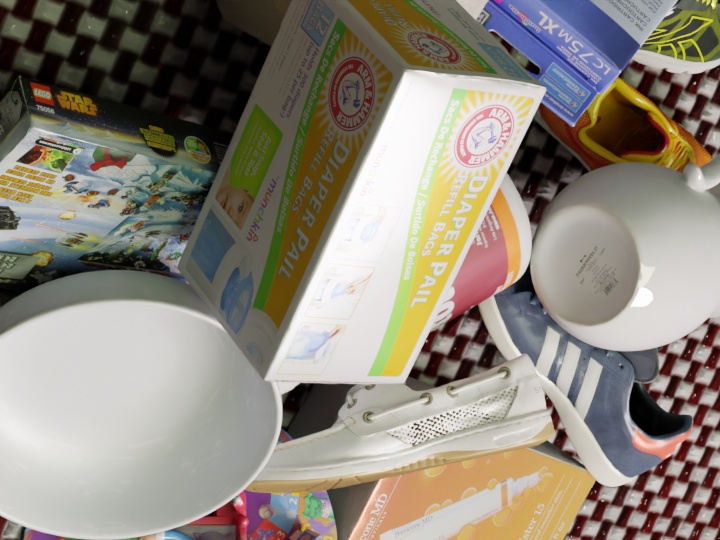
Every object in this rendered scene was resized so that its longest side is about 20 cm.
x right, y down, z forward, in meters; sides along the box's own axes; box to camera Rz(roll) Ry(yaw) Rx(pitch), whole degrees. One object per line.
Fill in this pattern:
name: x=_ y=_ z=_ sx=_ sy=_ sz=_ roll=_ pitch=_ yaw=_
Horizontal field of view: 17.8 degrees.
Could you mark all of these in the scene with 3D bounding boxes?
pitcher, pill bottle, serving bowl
pitcher: x=0.208 y=-0.032 z=1.514 sx=0.200 sy=0.121 sz=0.172 roll=-9 pitch=136 yaw=-55
pill bottle: x=0.000 y=0.000 z=1.446 sx=0.200 sy=0.113 sz=0.113 roll=-29 pitch=128 yaw=-24
serving bowl: x=-0.148 y=0.069 z=1.361 sx=0.199 sy=0.066 sz=0.201 roll=-5 pitch=134 yaw=-6

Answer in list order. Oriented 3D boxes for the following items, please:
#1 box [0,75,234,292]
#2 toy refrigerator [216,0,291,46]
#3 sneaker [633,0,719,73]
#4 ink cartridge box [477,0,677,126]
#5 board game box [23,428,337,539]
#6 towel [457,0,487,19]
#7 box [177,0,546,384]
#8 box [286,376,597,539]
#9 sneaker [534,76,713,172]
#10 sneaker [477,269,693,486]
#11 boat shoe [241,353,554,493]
box: x=-0.147 y=-0.036 z=1.312 sx=0.200 sy=0.040 sz=0.137 roll=13 pitch=137 yaw=-43
toy refrigerator: x=0.007 y=-0.214 z=1.366 sx=0.200 sy=0.076 sz=0.070 roll=-35 pitch=130 yaw=-20
sneaker: x=0.206 y=-0.177 z=1.525 sx=0.199 sy=0.085 sz=0.075 roll=-11 pitch=75 yaw=-35
ink cartridge box: x=0.144 y=-0.197 z=1.434 sx=0.119 sy=0.042 sz=0.200 roll=39 pitch=66 yaw=-1
board game box: x=-0.111 y=0.174 z=1.436 sx=0.158 sy=0.039 sz=0.200 roll=46 pitch=79 yaw=-5
towel: x=-0.005 y=-0.109 z=1.370 sx=0.132 sy=0.035 sz=0.200 roll=-25 pitch=161 yaw=-30
box: x=-0.002 y=-0.049 z=1.260 sx=0.101 sy=0.113 sz=0.200 roll=3 pitch=122 yaw=-39
box: x=0.046 y=0.150 z=1.572 sx=0.200 sy=0.097 sz=0.125 roll=22 pitch=97 yaw=-43
sneaker: x=0.194 y=-0.080 z=1.588 sx=0.200 sy=0.077 sz=0.073 roll=26 pitch=93 yaw=-45
sneaker: x=0.155 y=0.051 z=1.576 sx=0.084 sy=0.075 sz=0.200 roll=-29 pitch=109 yaw=28
boat shoe: x=0.018 y=0.093 z=1.433 sx=0.199 sy=0.071 sz=0.070 roll=-11 pitch=84 yaw=-12
